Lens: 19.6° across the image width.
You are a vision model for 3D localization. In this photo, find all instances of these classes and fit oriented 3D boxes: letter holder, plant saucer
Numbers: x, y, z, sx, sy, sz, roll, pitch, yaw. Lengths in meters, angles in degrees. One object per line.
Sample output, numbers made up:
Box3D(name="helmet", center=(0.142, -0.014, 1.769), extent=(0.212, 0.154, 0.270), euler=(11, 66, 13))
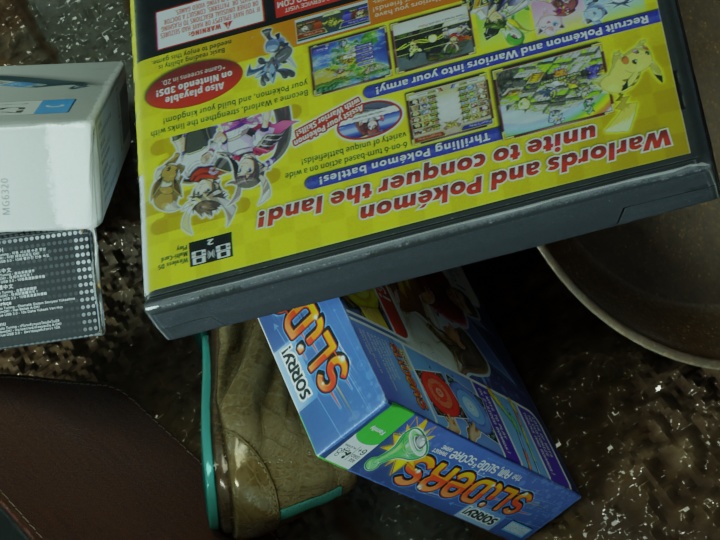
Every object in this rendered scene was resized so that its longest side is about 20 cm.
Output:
Box3D(name="letter holder", center=(-0.095, 0.137, 0.780), extent=(0.200, 0.142, 0.101), euler=(42, 110, 30))
Box3D(name="plant saucer", center=(0.135, -0.061, 0.800), extent=(0.198, 0.037, 0.203), euler=(2, 83, -19))

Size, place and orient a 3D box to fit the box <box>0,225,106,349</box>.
Box3D(name="box", center=(-0.210, 0.002, 0.828), extent=(0.198, 0.045, 0.160), euler=(-8, 12, -13))

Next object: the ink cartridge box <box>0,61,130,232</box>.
Box3D(name="ink cartridge box", center=(-0.186, -0.049, 0.848), extent=(0.174, 0.200, 0.045), euler=(-4, 102, -3))

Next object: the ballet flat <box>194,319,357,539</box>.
Box3D(name="ballet flat", center=(-0.038, 0.020, 0.841), extent=(0.072, 0.068, 0.201), euler=(-7, 45, -8))

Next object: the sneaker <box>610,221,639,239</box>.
Box3D(name="sneaker", center=(0.038, -0.067, 0.821), extent=(0.199, 0.079, 0.090), euler=(29, 63, -1))

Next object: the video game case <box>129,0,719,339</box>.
Box3D(name="video game case", center=(0.014, -0.080, 0.742), extent=(0.198, 0.026, 0.182), euler=(-14, 57, 11))

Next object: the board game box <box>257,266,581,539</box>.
Box3D(name="board game box", center=(0.000, 0.000, 0.798), extent=(0.034, 0.135, 0.201), euler=(-39, 52, 18))
